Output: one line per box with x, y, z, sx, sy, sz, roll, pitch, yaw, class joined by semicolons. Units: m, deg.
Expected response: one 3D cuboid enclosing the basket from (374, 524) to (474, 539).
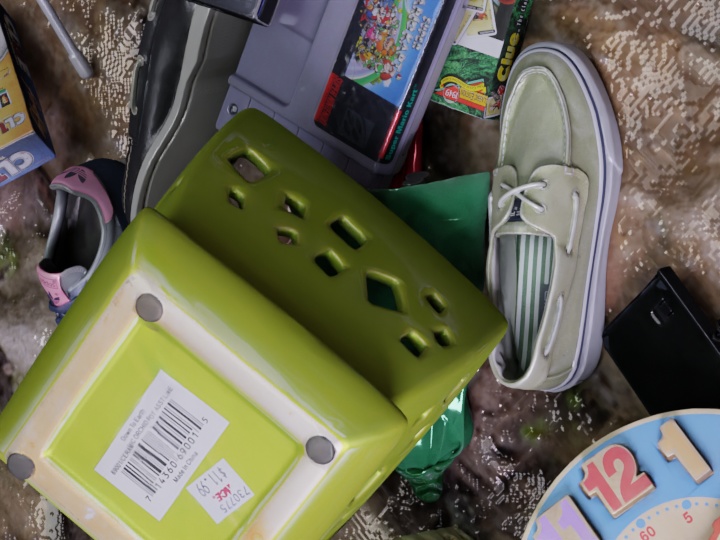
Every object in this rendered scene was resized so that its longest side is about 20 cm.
0.066;0.254;1.017;0.200;0.123;0.136;36;112;28;basket

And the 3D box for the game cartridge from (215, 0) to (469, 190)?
-0.005;-0.147;1.067;0.129;0.038;0.201;34;113;32;game cartridge

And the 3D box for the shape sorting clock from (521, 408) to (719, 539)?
0.172;0.168;0.903;0.199;0.039;0.201;-8;68;21;shape sorting clock

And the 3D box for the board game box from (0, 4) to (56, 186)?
-0.319;-0.090;1.233;0.199;0.035;0.136;-26;56;5;board game box

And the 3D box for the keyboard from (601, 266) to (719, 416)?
0.217;0.087;0.963;0.200;0.040;0.104;56;143;15;keyboard

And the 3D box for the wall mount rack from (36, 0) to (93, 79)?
-0.168;-0.225;1.178;0.199;0.074;0.175;-8;85;35;wall mount rack

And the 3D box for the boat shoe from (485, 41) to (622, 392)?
0.105;-0.029;1.006;0.072;0.062;0.201;-1;93;34;boat shoe

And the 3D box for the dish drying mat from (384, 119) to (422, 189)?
0.000;0.000;1.107;0.077;0.018;0.201;8;98;36;dish drying mat

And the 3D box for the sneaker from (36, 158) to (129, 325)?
-0.190;0.024;1.200;0.070;0.082;0.201;10;99;33;sneaker

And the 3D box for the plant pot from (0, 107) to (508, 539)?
-0.069;0.061;0.956;0.199;0.181;0.200;39;116;3;plant pot

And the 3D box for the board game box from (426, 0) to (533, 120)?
0.012;-0.171;1.085;0.200;0.023;0.105;23;108;31;board game box

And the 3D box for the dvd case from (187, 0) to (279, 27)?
-0.084;-0.262;1.070;0.150;0.025;0.201;22;91;27;dvd case

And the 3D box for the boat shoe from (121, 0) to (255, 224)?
-0.118;-0.112;1.140;0.060;0.074;0.201;38;126;31;boat shoe

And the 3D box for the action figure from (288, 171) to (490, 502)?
0.028;0.045;1.058;0.118;0.055;0.201;-7;105;0;action figure
